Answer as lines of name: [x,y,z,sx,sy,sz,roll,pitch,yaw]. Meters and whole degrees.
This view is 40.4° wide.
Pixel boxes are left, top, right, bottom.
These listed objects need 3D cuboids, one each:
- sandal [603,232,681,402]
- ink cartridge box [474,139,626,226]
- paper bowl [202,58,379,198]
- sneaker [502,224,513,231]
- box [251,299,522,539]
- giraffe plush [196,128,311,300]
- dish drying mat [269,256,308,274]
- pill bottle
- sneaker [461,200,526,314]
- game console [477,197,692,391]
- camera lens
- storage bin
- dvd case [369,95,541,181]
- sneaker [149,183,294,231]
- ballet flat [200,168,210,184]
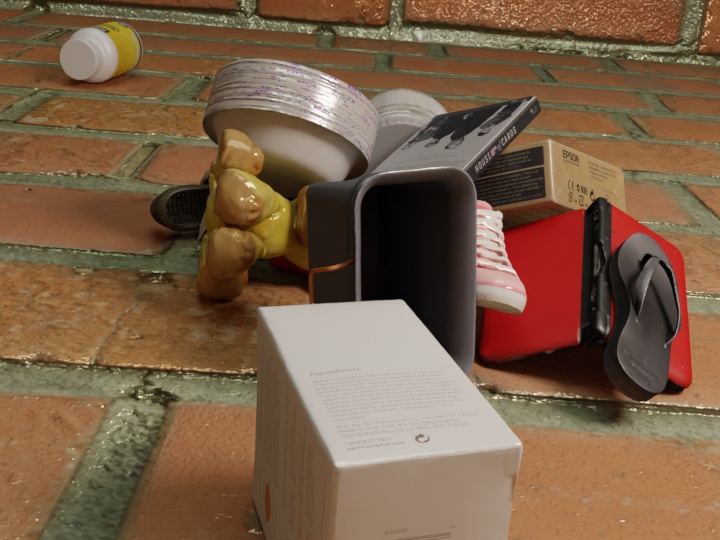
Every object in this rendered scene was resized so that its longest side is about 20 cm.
sandal: [0.266,0.036,0.889,0.076,0.043,0.201,32,42,-12]
ink cartridge box: [0.196,-0.086,1.143,0.164,0.076,0.200,-8,-10,36]
paper bowl: [-0.084,-0.153,1.133,0.199,0.105,0.201,12,-15,3]
sneaker: [0.175,0.004,1.070,0.199,0.075,0.087,14,29,26]
box: [0.003,0.126,0.603,0.106,0.153,0.200,-3,23,-16]
giraffe plush: [-0.085,-0.045,1.051,0.161,0.174,0.200,9,-5,-14]
dish drying mat: [0.000,0.000,1.114,0.199,0.018,0.077,15,26,21]
pill bottle: [-0.542,-0.453,2.035,0.111,0.113,0.200,8,21,9]
sneaker: [0.111,-0.019,0.962,0.075,0.105,0.200,16,1,-15]
game console: [0.228,0.034,0.985,0.172,0.119,0.201,31,43,-14]
camera lens: [0.054,-0.150,1.312,0.159,0.161,0.200,5,21,1]
storage bin: [0.008,0.005,0.884,0.145,0.201,0.134,-8,13,-30]
dvd case: [0.092,-0.129,1.089,0.150,0.025,0.200,-3,33,44]
sneaker: [-0.165,-0.084,1.225,0.199,0.071,0.075,0,5,-31]
ballet flat: [-0.137,-0.106,1.313,0.199,0.068,0.075,13,44,35]
